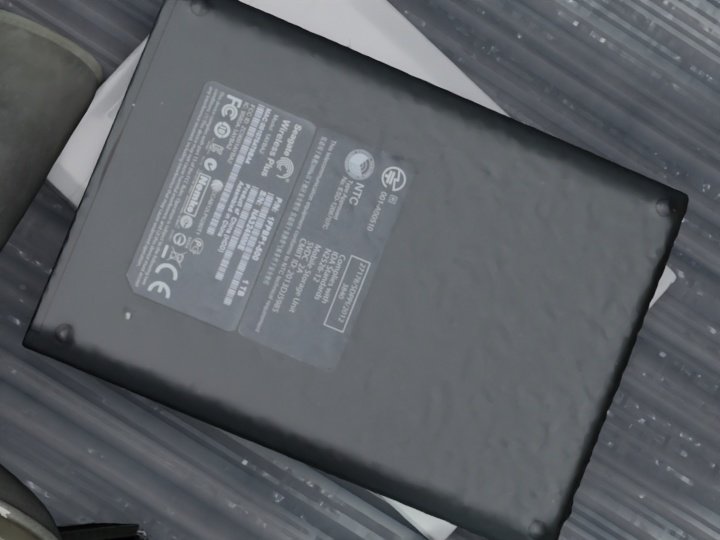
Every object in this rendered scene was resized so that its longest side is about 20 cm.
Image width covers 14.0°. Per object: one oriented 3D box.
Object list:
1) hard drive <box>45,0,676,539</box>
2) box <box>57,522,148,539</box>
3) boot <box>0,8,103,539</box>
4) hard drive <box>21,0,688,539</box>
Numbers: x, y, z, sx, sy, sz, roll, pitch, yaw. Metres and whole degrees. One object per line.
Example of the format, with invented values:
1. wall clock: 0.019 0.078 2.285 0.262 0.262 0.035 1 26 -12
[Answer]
1. hard drive: -0.002 -0.018 1.056 0.200 0.027 0.132 43 82 -4
2. box: -0.155 0.190 0.968 0.193 0.047 0.201 -2 88 -39
3. boot: -0.136 0.006 0.963 0.181 0.073 0.200 23 50 12
4. hard drive: 0.000 0.000 1.025 0.200 0.033 0.140 23 84 -6
